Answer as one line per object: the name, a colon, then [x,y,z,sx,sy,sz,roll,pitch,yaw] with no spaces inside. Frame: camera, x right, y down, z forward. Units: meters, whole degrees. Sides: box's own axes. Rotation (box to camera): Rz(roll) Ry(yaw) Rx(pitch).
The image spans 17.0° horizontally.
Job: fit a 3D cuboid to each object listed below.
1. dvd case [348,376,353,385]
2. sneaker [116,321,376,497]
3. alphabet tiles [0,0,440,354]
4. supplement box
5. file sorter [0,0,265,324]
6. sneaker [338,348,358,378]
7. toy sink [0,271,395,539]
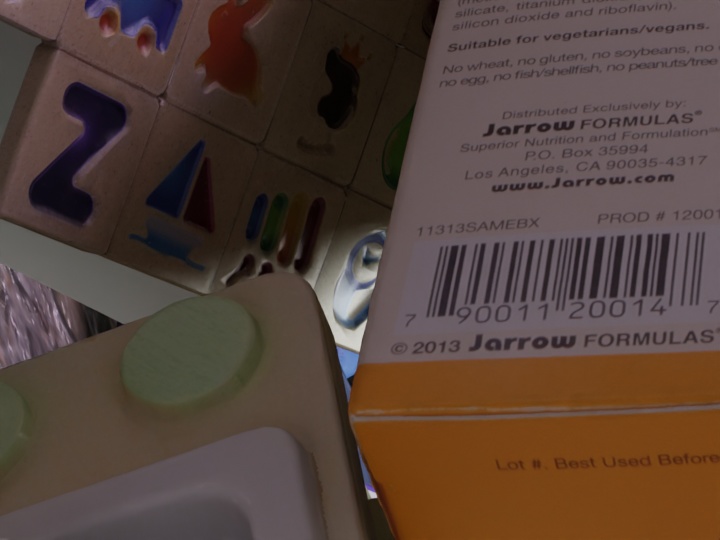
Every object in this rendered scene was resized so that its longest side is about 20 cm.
dvd case: [0.048,0.025,1.053,0.022,0.200,0.146,51,5,-6]
sneaker: [-0.054,0.026,0.777,0.147,0.080,0.200,64,6,22]
alphabet tiles: [-0.025,-0.082,0.478,0.200,0.008,0.168,23,85,-53]
supplement box: [0.059,-0.002,0.487,0.201,0.073,0.126,-76,156,-45]
file sorter: [-0.061,-0.101,0.542,0.138,0.125,0.200,22,-31,39]
sneaker: [-0.001,-0.001,0.980,0.077,0.111,0.200,49,18,10]
toy sink: [-0.039,0.088,0.452,0.131,0.112,0.200,-104,172,-49]
